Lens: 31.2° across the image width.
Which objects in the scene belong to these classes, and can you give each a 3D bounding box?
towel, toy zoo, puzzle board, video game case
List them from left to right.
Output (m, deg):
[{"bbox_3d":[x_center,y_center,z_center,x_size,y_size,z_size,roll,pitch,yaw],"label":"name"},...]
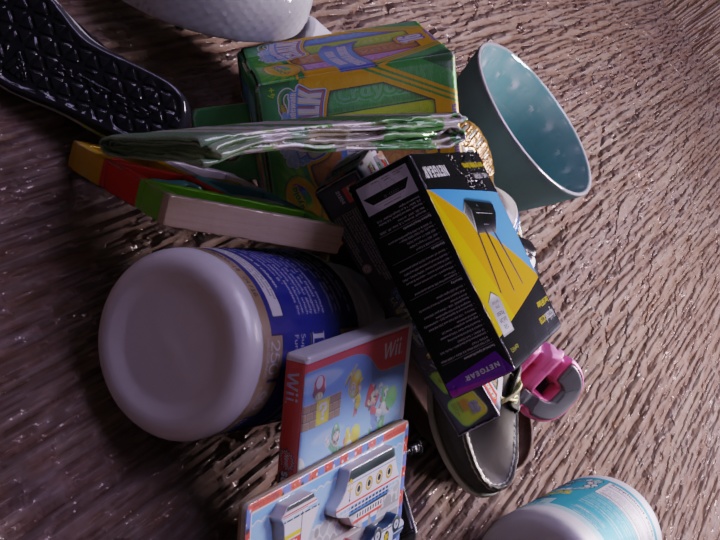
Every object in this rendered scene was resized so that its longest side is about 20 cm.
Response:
[{"bbox_3d":[-0.116,-0.055,0.885,0.131,0.021,0.200,9,11,-36],"label":"toy zoo"},{"bbox_3d":[-0.050,-0.087,0.851,0.199,0.152,0.024,-10,101,-33],"label":"towel"},{"bbox_3d":[-0.020,0.188,0.799,0.200,0.017,0.152,-16,114,-61],"label":"puzzle board"},{"bbox_3d":[-0.013,0.139,0.831,0.143,0.017,0.201,-14,112,-61],"label":"video game case"}]

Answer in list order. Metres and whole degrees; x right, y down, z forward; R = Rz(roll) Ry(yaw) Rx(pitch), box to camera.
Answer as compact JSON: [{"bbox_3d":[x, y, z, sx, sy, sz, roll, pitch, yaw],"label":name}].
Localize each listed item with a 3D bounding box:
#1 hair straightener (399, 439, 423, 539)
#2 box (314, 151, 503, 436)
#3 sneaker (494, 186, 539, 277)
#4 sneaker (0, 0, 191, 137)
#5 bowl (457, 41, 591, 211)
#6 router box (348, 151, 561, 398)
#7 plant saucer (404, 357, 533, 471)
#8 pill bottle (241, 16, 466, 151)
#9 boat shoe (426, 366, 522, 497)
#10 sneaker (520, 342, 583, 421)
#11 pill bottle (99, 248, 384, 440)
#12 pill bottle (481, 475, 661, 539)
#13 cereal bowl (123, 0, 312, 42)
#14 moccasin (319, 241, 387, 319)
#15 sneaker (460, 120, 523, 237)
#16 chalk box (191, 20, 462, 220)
[{"bbox_3d":[0.010,0.128,0.999,0.077,0.041,0.201,28,34,-42],"label":"hair straightener"},{"bbox_3d":[0.040,0.009,0.929,0.201,0.035,0.110,59,15,-9],"label":"box"},{"bbox_3d":[0.126,-0.015,1.161,0.111,0.200,0.077,26,74,-13],"label":"sneaker"},{"bbox_3d":[-0.212,-0.141,0.919,0.200,0.072,0.083,36,-6,-18],"label":"sneaker"},{"bbox_3d":[0.157,-0.142,1.437,0.201,0.105,0.201,39,31,-29],"label":"bowl"},{"bbox_3d":[0.072,-0.005,0.883,0.150,0.051,0.200,64,18,2],"label":"router box"},{"bbox_3d":[0.077,0.094,1.133,0.200,0.037,0.201,37,33,-30],"label":"plant saucer"},{"bbox_3d":[-0.005,-0.126,1.153,0.200,0.116,0.116,41,31,-28],"label":"pill bottle"},{"bbox_3d":[0.094,0.081,1.028,0.072,0.060,0.203,-7,86,-31],"label":"boat shoe"},{"bbox_3d":[0.108,0.050,1.136,0.200,0.079,0.095,44,7,-22],"label":"sneaker"},{"bbox_3d":[-0.068,0.043,0.851,0.200,0.116,0.116,-3,62,-62],"label":"pill bottle"},{"bbox_3d":[0.182,0.234,1.070,0.200,0.111,0.111,-5,64,-60],"label":"pill bottle"},{"bbox_3d":[-0.127,-0.273,1.067,0.199,0.084,0.200,17,31,-10],"label":"cereal bowl"},{"bbox_3d":[-0.002,0.000,1.034,0.073,0.078,0.202,14,21,0],"label":"moccasin"},{"bbox_3d":[0.101,-0.059,1.297,0.076,0.087,0.201,-39,117,-42],"label":"sneaker"},{"bbox_3d":[-0.030,-0.112,1.019,0.124,0.199,0.125,-118,-162,-65],"label":"chalk box"}]
